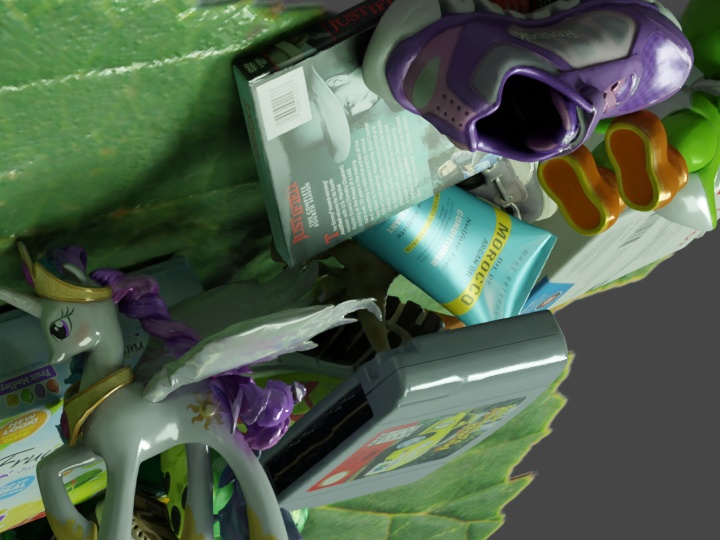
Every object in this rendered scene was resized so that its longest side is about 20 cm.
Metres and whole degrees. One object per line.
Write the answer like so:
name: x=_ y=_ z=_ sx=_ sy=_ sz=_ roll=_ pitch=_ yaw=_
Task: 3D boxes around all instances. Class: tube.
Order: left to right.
tube: x=0.037 y=-0.024 z=1.546 sx=0.200 sy=0.050 sz=0.077 roll=31 pitch=89 yaw=-44

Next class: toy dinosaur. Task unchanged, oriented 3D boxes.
toy dinosaur: x=0.000 y=0.000 z=1.610 sx=0.101 sy=0.058 sz=0.200 roll=-9 pitch=-156 yaw=16

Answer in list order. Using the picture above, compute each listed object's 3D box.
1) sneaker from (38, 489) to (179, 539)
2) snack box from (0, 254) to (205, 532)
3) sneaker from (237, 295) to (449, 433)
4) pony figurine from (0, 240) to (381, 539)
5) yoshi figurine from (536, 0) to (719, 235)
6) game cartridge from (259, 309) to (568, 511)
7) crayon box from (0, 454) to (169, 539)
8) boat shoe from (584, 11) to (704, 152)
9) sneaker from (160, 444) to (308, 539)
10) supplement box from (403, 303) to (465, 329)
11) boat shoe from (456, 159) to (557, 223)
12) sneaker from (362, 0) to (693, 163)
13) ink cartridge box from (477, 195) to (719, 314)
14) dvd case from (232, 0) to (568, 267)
sneaker: x=-0.157 y=0.204 z=1.765 sx=0.108 sy=0.070 sz=0.200 roll=-31 pitch=154 yaw=7
snack box: x=-0.191 y=0.086 z=1.582 sx=0.169 sy=0.068 sz=0.200 roll=-19 pitch=159 yaw=-38
sneaker: x=-0.021 y=0.071 z=1.655 sx=0.200 sy=0.090 sz=0.078 roll=0 pitch=-152 yaw=30
pony figurine: x=-0.092 y=0.070 z=1.444 sx=0.193 sy=0.200 sz=0.167 roll=-10 pitch=-175 yaw=-16
yoshi figurine: x=0.185 y=-0.104 z=1.547 sx=0.200 sy=0.112 sz=0.112 roll=-32 pitch=146 yaw=-42
game cartridge: x=0.027 y=0.083 z=1.531 sx=0.133 sy=0.041 sz=0.200 roll=-16 pitch=164 yaw=-35
crayon box: x=-0.183 y=0.171 z=1.853 sx=0.119 sy=0.058 sz=0.200 roll=-20 pitch=162 yaw=-12
boat shoe: x=0.209 y=-0.131 z=1.664 sx=0.200 sy=0.072 sz=0.068 roll=-39 pitch=163 yaw=1
sneaker: x=-0.076 y=0.133 z=1.661 sx=0.083 sy=0.074 sz=0.200 roll=-10 pitch=165 yaw=1
supplement box: x=0.021 y=0.064 z=1.773 sx=0.066 sy=0.069 sz=0.200 roll=-27 pitch=-171 yaw=-14
boat shoe: x=0.074 y=-0.075 z=1.581 sx=0.065 sy=0.072 sz=0.200 roll=-25 pitch=161 yaw=-2
sneaker: x=0.099 y=-0.093 z=1.393 sx=0.200 sy=0.088 sz=0.081 roll=-4 pitch=129 yaw=-38
ink cartridge box: x=0.166 y=-0.054 z=1.765 sx=0.200 sy=0.084 sz=0.146 roll=-24 pitch=164 yaw=-40
dvd case: x=0.035 y=-0.096 z=1.426 sx=0.200 sy=0.022 sz=0.146 roll=-29 pitch=141 yaw=-14
